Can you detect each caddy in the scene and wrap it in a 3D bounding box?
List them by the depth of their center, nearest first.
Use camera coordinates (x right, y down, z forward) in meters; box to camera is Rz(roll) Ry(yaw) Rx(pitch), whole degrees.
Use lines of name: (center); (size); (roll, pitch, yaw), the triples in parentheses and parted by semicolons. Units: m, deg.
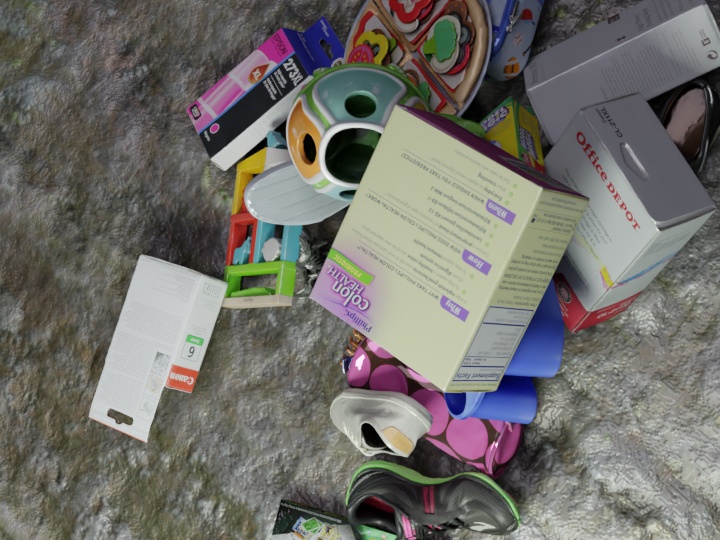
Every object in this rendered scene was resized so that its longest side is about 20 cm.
caddy: (0.124, 0.060, 1.399); (0.201, 0.104, 0.142); (-96, 22, -52)

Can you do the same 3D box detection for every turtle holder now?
turtle holder: (0.016, -0.125, 1.411); (0.185, 0.132, 0.142); (27, 108, -9)

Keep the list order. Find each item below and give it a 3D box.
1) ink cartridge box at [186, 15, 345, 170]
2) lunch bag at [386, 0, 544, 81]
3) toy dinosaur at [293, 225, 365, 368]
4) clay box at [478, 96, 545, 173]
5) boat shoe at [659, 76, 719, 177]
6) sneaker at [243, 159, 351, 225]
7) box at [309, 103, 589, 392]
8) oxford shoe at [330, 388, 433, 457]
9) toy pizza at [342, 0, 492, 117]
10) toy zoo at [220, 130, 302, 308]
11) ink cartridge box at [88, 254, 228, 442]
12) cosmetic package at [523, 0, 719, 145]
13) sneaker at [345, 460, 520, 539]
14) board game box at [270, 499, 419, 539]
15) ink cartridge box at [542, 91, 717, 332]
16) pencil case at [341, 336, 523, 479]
ink cartridge box: (-0.108, -0.213, 1.643); (0.200, 0.037, 0.095); (-37, 51, 10)
lunch bag: (0.106, -0.279, 1.532); (0.199, 0.075, 0.161); (8, 74, 41)
toy dinosaur: (0.000, 0.000, 1.546); (0.135, 0.102, 0.201); (10, 62, 7)
clay box: (0.127, -0.091, 1.407); (0.115, 0.048, 0.201); (-40, 27, 26)
boat shoe: (0.313, -0.102, 1.448); (0.071, 0.068, 0.201); (25, 93, 21)
sneaker: (-0.035, -0.101, 1.534); (0.199, 0.071, 0.074); (-15, 111, -15)
box: (0.078, -0.019, 1.281); (0.175, 0.096, 0.201); (33, 104, 32)
oxford shoe: (0.010, 0.163, 1.465); (0.075, 0.200, 0.058); (38, 72, -15)
toy pizza: (0.052, -0.232, 1.493); (0.199, 0.032, 0.202); (-9, 75, 38)
toy zoo: (-0.107, -0.059, 1.598); (0.131, 0.020, 0.202); (-6, 76, 55)
ink cartridge box: (-0.235, 0.092, 1.632); (0.108, 0.050, 0.201); (16, 87, 38)
cosmetic package: (0.270, -0.216, 1.458); (0.199, 0.102, 0.074); (-24, 112, 14)
sneaker: (0.073, 0.253, 1.462); (0.199, 0.077, 0.084); (1, 38, 30)
board game box: (-0.009, 0.324, 1.524); (0.199, 0.023, 0.106); (13, 83, 24)
ink cartridge box: (0.242, -0.055, 1.395); (0.082, 0.200, 0.146); (-18, 67, -28)
pencil case: (0.080, 0.132, 1.481); (0.199, 0.091, 0.094); (30, 127, 21)
